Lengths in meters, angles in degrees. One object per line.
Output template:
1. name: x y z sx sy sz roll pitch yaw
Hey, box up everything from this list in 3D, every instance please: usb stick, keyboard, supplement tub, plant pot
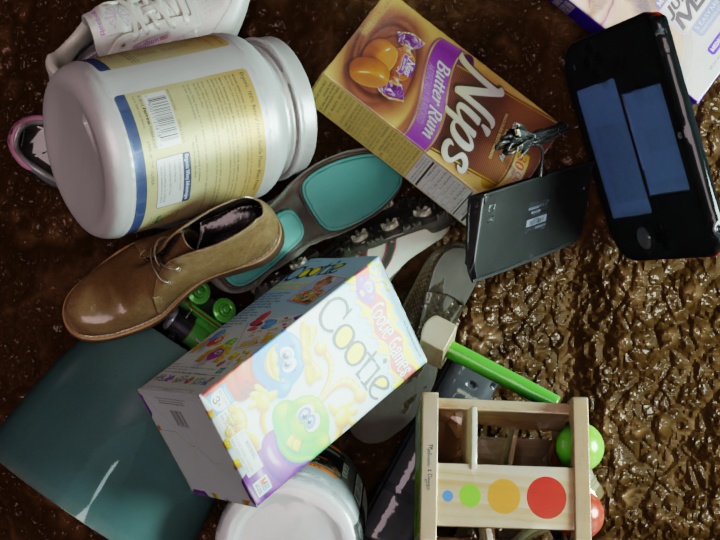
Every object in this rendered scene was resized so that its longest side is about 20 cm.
1. usb stick: 0.062 0.167 1.219 0.055 0.033 0.202 29 94 0
2. keyboard: 0.146 -0.068 1.123 0.020 0.199 0.129 18 111 31
3. supplement tub: -0.055 0.214 1.140 0.120 0.200 0.125 0 94 1
4. supplement tub: -0.149 -0.118 1.110 0.198 0.144 0.147 -17 95 -31
5. plant pot: -0.195 0.139 1.147 0.199 0.201 0.162 35 79 -2

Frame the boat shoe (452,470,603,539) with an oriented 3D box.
1. boat shoe: 0.122 0.225 1.208 0.198 0.071 0.065 -29 89 -7

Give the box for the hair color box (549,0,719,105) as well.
1. hair color box: 0.247 -0.250 1.169 0.199 0.065 0.110 37 95 0

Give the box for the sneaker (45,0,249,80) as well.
1. sneaker: -0.184 -0.206 1.159 0.199 0.100 0.075 -33 71 2

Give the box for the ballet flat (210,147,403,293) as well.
1. ballet flat: -0.055 -0.050 1.169 0.199 0.064 0.068 -33 107 -14

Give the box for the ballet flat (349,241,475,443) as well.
1. ballet flat: 0.046 0.064 1.206 0.067 0.046 0.202 24 97 -18

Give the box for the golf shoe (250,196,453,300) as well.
1. golf shoe: 0.000 0.000 1.197 0.198 0.077 0.089 -25 111 7

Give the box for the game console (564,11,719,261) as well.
1. game console: 0.237 -0.108 1.124 0.031 0.177 0.203 -18 94 -11

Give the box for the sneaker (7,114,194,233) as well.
1. sneaker: -0.223 -0.081 1.180 0.197 0.082 0.071 20 93 -1

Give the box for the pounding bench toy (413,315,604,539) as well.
1. pounding bench toy: 0.125 0.142 1.129 0.153 0.124 0.203 1 74 0

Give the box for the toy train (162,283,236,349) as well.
1. toy train: -0.094 0.081 1.185 0.199 0.042 0.057 37 64 -16

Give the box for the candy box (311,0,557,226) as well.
1. candy box: 0.066 -0.137 1.159 0.199 0.056 0.117 37 60 -4

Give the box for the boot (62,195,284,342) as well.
1. boot: -0.160 -0.008 1.083 0.198 0.076 0.074 -27 75 -1

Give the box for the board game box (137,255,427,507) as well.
1. board game box: -0.060 0.085 1.073 0.199 0.104 0.104 -38 110 -31
